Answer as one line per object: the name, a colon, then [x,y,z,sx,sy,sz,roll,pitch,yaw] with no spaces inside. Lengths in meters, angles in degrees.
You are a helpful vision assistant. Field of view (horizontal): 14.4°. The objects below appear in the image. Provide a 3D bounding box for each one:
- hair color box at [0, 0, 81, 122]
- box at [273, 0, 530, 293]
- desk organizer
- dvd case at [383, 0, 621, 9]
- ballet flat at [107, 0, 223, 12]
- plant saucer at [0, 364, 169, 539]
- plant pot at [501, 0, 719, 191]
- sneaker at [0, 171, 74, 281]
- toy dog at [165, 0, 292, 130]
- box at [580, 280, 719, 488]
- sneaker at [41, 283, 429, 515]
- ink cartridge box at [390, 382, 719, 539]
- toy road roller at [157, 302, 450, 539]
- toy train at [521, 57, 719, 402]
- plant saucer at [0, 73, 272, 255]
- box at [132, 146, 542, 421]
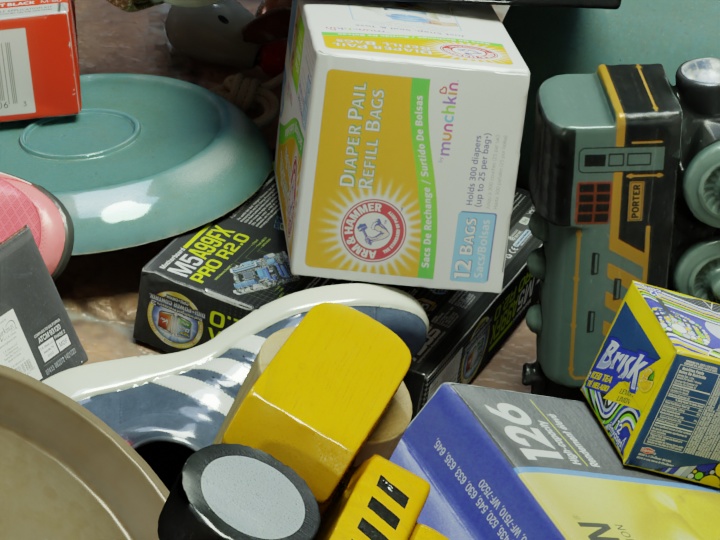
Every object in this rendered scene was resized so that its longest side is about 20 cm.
hair color box: [-0.213,-0.144,1.578,0.110,0.064,0.200,-7,24,-5]
box: [0.016,-0.071,1.394,0.101,0.113,0.200,5,16,-6]
desk organizer: [-0.213,0.056,1.278,0.077,0.072,0.200,-16,14,30]
dvd case: [0.025,-0.157,1.446,0.199,0.018,0.143,2,17,-4]
ballet flat: [-0.069,-0.175,1.583,0.199,0.071,0.065,-16,54,-34]
plant saucer: [-0.149,0.119,1.175,0.199,0.029,0.201,27,35,-20]
plant pot: [0.184,-0.084,1.528,0.195,0.201,0.200,22,33,34]
sneaker: [-0.240,-0.023,1.389,0.199,0.074,0.087,10,-1,15]
toy dog: [-0.009,-0.143,1.639,0.199,0.097,0.132,3,32,-10]
box: [0.210,0.069,1.342,0.199,0.065,0.070,16,23,-23]
sneaker: [-0.052,0.073,1.306,0.199,0.075,0.085,-20,58,-12]
ink cartridge box: [0.108,0.122,1.258,0.199,0.047,0.198,11,27,-35]
toy road roller: [-0.009,0.124,1.140,0.146,0.123,0.200,29,33,1]
toy train: [0.136,-0.010,1.375,0.113,0.201,0.085,-1,31,-4]
plant saucer: [-0.146,-0.062,1.499,0.199,0.028,0.200,-4,27,2]
box: [0.000,0.000,1.467,0.160,0.044,0.200,19,33,17]
